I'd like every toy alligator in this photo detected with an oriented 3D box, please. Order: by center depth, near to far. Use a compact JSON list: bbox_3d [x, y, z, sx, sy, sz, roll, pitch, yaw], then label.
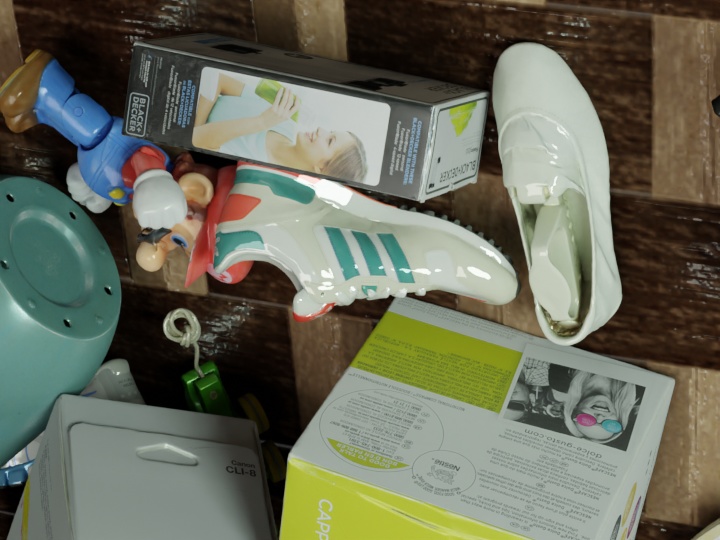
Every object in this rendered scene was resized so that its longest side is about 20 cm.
[{"bbox_3d":[-0.104,0.103,1.619,0.054,0.059,0.201,35,150,60],"label":"toy alligator"}]

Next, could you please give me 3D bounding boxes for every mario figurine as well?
[{"bbox_3d":[-0.158,-0.052,1.499,0.200,0.123,0.106,36,117,5],"label":"mario figurine"}]

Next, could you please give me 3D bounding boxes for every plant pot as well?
[{"bbox_3d":[-0.262,0.027,1.557,0.161,0.201,0.201,-33,104,31],"label":"plant pot"}]

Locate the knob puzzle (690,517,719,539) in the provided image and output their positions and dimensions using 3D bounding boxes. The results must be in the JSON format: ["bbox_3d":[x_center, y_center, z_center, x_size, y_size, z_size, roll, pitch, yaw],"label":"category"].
[{"bbox_3d":[0.285,0.238,1.498,0.219,0.030,0.220,26,146,19],"label":"knob puzzle"}]

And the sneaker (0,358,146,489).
[{"bbox_3d":[-0.226,0.110,1.682,0.199,0.075,0.087,-18,87,37],"label":"sneaker"}]

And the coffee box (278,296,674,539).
[{"bbox_3d":[0.068,0.170,1.483,0.199,0.198,0.200,18,127,14],"label":"coffee box"}]

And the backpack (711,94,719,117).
[{"bbox_3d":[0.306,-0.025,1.269,0.199,0.154,0.191,12,118,26],"label":"backpack"}]

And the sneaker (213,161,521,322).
[{"bbox_3d":[0.000,0.000,1.448,0.199,0.094,0.070,22,168,0],"label":"sneaker"}]

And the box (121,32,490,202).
[{"bbox_3d":[-0.032,-0.097,1.401,0.199,0.117,0.060,14,103,19],"label":"box"}]

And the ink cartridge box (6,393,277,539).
[{"bbox_3d":[-0.156,0.208,1.541,0.145,0.145,0.200,8,128,-19],"label":"ink cartridge box"}]

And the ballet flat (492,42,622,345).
[{"bbox_3d":[0.119,-0.041,1.403,0.069,0.069,0.201,0,121,26],"label":"ballet flat"}]
